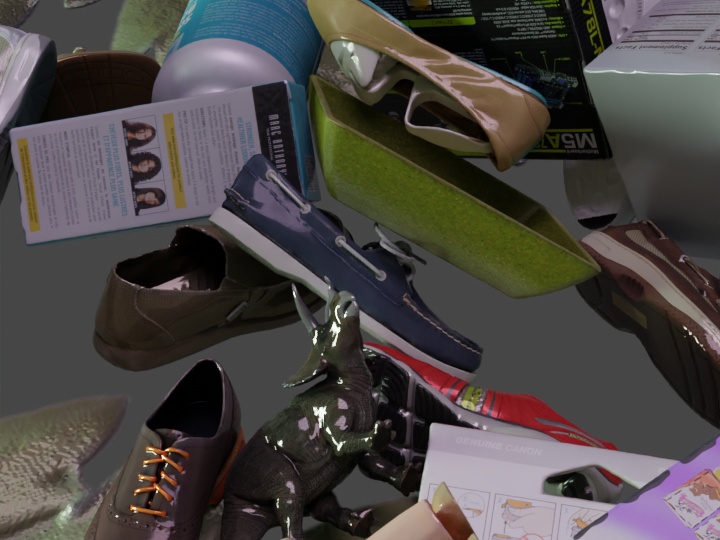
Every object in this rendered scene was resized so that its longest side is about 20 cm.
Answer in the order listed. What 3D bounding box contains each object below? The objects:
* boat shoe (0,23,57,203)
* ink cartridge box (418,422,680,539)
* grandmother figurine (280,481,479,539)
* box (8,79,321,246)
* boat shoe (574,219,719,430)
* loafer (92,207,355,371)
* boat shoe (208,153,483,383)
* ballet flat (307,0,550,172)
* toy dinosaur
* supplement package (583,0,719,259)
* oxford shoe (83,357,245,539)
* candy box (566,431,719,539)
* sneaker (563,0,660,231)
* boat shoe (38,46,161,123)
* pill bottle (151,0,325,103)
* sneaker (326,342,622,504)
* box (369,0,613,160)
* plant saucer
[{"bbox_3d":[-0.275,-0.082,1.255,0.065,0.074,0.203,20,71,6],"label":"boat shoe"},{"bbox_3d":[0.120,0.181,0.994,0.199,0.045,0.177,8,52,7],"label":"ink cartridge box"},{"bbox_3d":[-0.027,0.186,0.950,0.200,0.061,0.121,-32,34,-2],"label":"grandmother figurine"},{"bbox_3d":[-0.132,-0.071,1.235,0.199,0.083,0.049,-8,0,12],"label":"box"},{"bbox_3d":[0.219,0.027,1.182,0.075,0.075,0.202,-24,46,-17],"label":"boat shoe"},{"bbox_3d":[-0.085,0.002,1.207,0.200,0.068,0.076,-27,48,-31],"label":"loafer"},{"bbox_3d":[0.000,0.000,1.164,0.200,0.075,0.062,33,87,0],"label":"boat shoe"},{"bbox_3d":[0.034,-0.132,1.256,0.200,0.069,0.063,29,75,19],"label":"ballet flat"},{"bbox_3d":[-0.032,0.114,1.066,0.102,0.077,0.200,30,86,41],"label":"toy dinosaur"},{"bbox_3d":[0.285,-0.122,1.239,0.150,0.152,0.200,8,41,47],"label":"supplement package"},{"bbox_3d":[-0.120,0.131,1.046,0.071,0.073,0.200,10,40,9],"label":"oxford shoe"},{"bbox_3d":[0.165,0.199,0.907,0.200,0.072,0.168,-30,58,-21],"label":"candy box"},{"bbox_3d":[0.228,-0.109,1.351,0.080,0.146,0.201,-8,69,46],"label":"sneaker"},{"bbox_3d":[-0.242,-0.122,1.346,0.199,0.074,0.063,-14,23,-17],"label":"boat shoe"},{"bbox_3d":[-0.090,-0.145,1.351,0.110,0.111,0.200,7,39,5],"label":"pill bottle"},{"bbox_3d":[0.069,0.099,1.112,0.200,0.077,0.085,26,25,25],"label":"sneaker"},{"bbox_3d":[0.078,-0.171,1.282,0.199,0.194,0.048,3,35,39],"label":"box"},{"bbox_3d":[0.047,-0.049,1.206,0.200,0.048,0.200,28,10,-10],"label":"plant saucer"}]
